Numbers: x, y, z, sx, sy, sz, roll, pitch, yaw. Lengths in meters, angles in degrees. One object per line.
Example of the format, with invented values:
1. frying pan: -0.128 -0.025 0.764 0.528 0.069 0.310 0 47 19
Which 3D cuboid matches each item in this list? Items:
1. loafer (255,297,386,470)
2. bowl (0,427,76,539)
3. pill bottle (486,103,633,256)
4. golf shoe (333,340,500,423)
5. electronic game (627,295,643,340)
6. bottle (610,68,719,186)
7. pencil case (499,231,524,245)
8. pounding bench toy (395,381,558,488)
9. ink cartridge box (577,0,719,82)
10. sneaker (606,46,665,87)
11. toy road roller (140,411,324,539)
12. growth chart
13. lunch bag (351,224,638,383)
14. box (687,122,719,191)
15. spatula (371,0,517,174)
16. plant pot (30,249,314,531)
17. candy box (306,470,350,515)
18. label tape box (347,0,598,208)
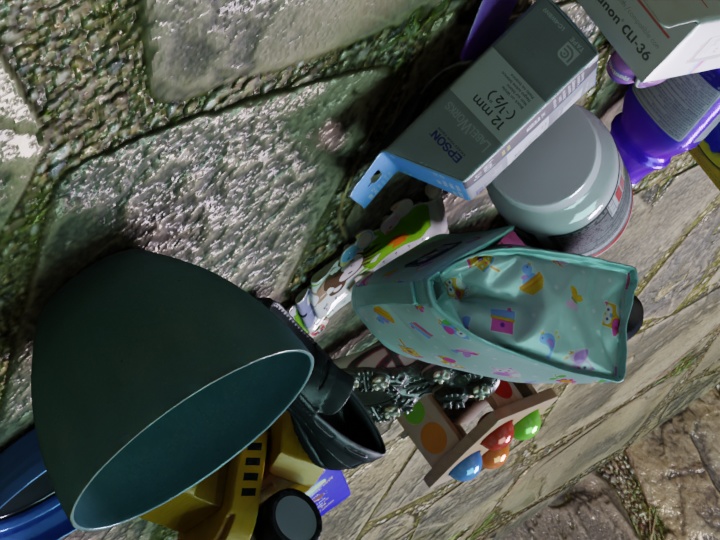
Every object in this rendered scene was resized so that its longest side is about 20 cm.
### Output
1. loafer: -0.039 0.095 1.581 0.070 0.068 0.201 -6 134 28
2. bowl: -0.248 0.171 1.546 0.200 0.039 0.201 -34 163 -12
3. pill bottle: 0.168 -0.079 1.589 0.116 0.116 0.200 -38 164 4
4. golf shoe: 0.039 0.093 1.825 0.198 0.089 0.078 -8 136 9
5. electronic game: 0.189 0.047 1.900 0.199 0.199 0.042 -23 118 -39
6. bottle: 0.283 -0.150 1.692 0.065 0.084 0.200 -20 156 -44
7. pencil case: 0.105 0.013 1.778 0.093 0.092 0.199 -5 -171 46
8. pounding bench toy: 0.128 0.128 1.993 0.124 0.156 0.199 -47 161 31
9. ink cartridge box: 0.220 -0.206 1.358 0.199 0.117 0.068 -15 153 -50
10. sneaker: 0.236 -0.187 1.522 0.114 0.073 0.200 -43 163 30
11. toy road roller: -0.117 0.175 1.662 0.145 0.201 0.123 25 141 -26
12. growth chart: 0.000 0.000 1.635 0.200 0.018 0.145 -39 163 3
13. lunch bag: 0.107 0.028 1.584 0.198 0.123 0.170 11 174 -23
14. box: 0.416 -0.155 1.748 0.121 0.201 0.193 -20 156 -42
15. spatula: 0.059 -0.138 1.374 0.056 0.021 0.200 -27 163 -49
16. plant pot: -0.150 0.066 1.294 0.199 0.135 0.200 -33 164 -11
17. candy box: -0.103 0.240 1.962 0.169 0.077 0.200 -36 162 -7
18. label tape box: 0.085 -0.102 1.381 0.200 0.066 0.143 -45 174 2
